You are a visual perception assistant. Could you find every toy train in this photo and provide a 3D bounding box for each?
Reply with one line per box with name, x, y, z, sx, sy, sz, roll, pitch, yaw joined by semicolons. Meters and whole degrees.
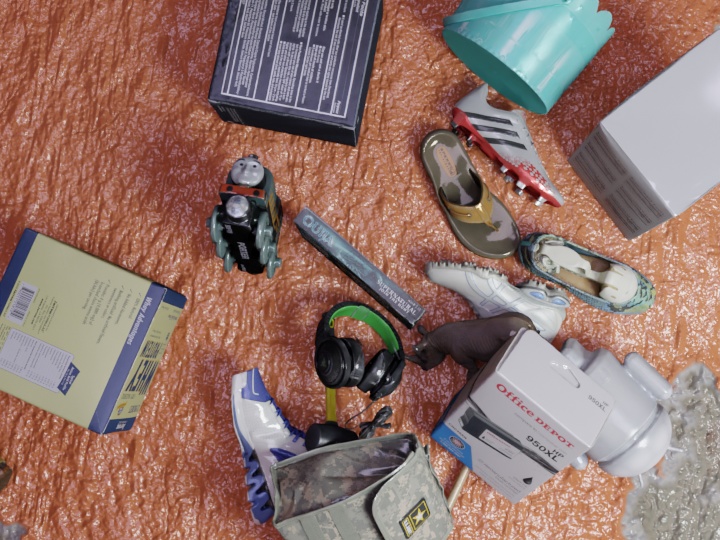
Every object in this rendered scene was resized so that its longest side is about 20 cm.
toy train;-0.142;-0.066;1.236;0.084;0.200;0.115;7;69;4

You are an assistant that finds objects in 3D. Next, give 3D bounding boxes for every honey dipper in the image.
honey dipper;0.115;0.315;1.265;0.038;0.038;0.201;28;82;4

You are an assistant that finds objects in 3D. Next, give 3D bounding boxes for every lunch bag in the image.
lunch bag;0.010;0.296;1.187;0.198;0.118;0.165;-20;125;5

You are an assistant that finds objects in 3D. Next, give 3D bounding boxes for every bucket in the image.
bucket;0.212;-0.311;1.251;0.207;0.207;0.135;38;92;5

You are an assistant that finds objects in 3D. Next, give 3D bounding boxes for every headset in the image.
headset;0.008;0.119;1.221;0.122;0.094;0.202;20;46;-23

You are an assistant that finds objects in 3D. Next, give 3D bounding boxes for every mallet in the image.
mallet;-0.047;0.147;1.251;0.065;0.041;0.202;10;59;-35

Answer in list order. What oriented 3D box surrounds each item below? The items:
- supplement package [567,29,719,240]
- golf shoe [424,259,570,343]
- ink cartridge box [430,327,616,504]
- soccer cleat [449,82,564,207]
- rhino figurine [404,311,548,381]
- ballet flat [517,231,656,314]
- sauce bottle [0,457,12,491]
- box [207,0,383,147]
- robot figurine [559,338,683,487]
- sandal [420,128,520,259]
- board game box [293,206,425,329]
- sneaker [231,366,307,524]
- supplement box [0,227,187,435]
supplement package;0.397;-0.164;1.227;0.191;0.200;0.148;-37;84;-3
golf shoe;0.172;0.045;1.275;0.198;0.078;0.098;18;92;5
ink cartridge box;0.195;0.183;1.187;0.144;0.200;0.084;38;52;5
soccer cleat;0.209;-0.168;1.300;0.200;0.069;0.085;43;90;10
rhino figurine;0.143;0.097;1.249;0.198;0.088;0.060;-9;42;27
ballet flat;0.303;0.006;1.272;0.198;0.074;0.075;20;84;0
sauce bottle;-0.554;0.227;1.272;0.199;0.066;0.066;36;86;3
box;-0.081;-0.288;1.289;0.196;0.123;0.202;11;86;4
robot figurine;0.315;0.182;1.234;0.200;0.113;0.170;45;114;6
sandal;0.145;-0.102;1.296;0.080;0.054;0.201;-30;90;-2
board game box;0.000;0.000;1.250;0.200;0.135;0.028;41;86;5
sneaker;-0.102;0.221;1.263;0.114;0.081;0.202;-11;90;-4
supplement box;-0.364;0.081;1.249;0.198;0.134;0.202;23;85;4
